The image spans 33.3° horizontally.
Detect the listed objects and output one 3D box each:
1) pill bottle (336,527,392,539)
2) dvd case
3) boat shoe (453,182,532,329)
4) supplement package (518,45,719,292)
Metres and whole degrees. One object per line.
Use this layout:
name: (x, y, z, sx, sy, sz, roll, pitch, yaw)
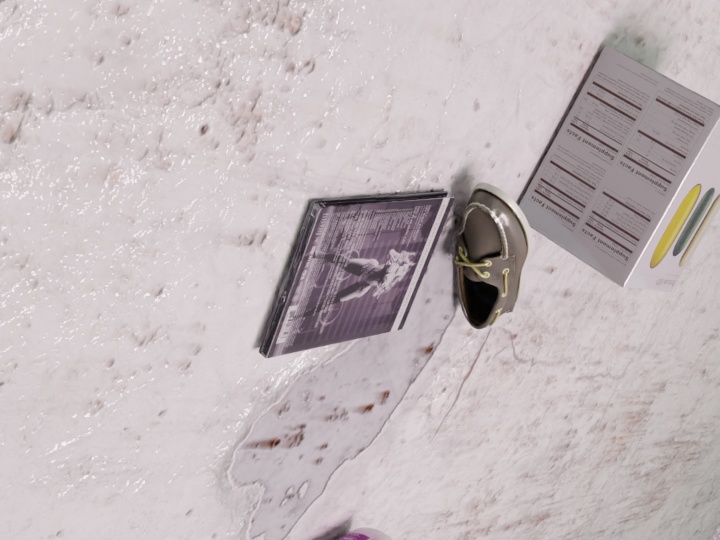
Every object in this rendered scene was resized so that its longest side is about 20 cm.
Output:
pill bottle: (-0.041, 0.368, 1.312, 0.199, 0.112, 0.113, -21, 136, -45)
dvd case: (0.000, 0.000, 1.098, 0.199, 0.016, 0.150, -8, 125, -50)
boat shoe: (0.129, -0.010, 1.213, 0.060, 0.072, 0.202, -47, 153, -21)
supplement package: (0.296, -0.103, 1.276, 0.151, 0.150, 0.202, 5, 117, -56)
